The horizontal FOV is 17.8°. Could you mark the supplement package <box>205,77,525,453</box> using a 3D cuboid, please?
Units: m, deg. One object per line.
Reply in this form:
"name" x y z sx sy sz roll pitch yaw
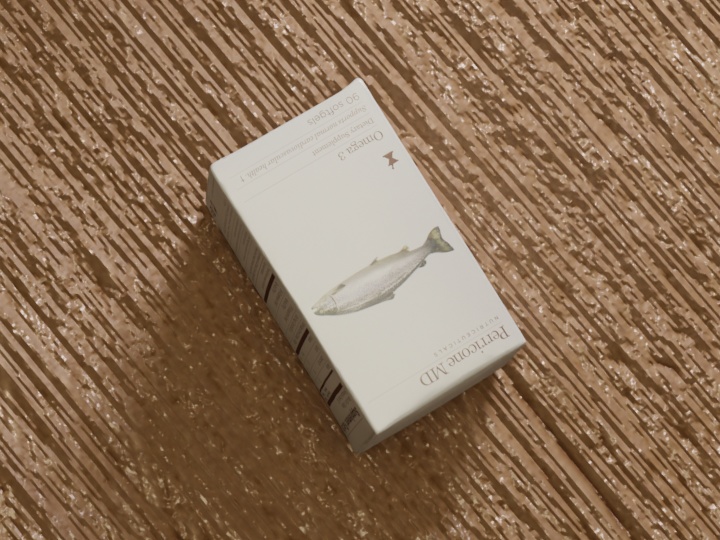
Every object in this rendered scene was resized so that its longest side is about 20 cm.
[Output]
"supplement package" 0.000 0.000 1.473 0.117 0.117 0.200 -31 84 -11
